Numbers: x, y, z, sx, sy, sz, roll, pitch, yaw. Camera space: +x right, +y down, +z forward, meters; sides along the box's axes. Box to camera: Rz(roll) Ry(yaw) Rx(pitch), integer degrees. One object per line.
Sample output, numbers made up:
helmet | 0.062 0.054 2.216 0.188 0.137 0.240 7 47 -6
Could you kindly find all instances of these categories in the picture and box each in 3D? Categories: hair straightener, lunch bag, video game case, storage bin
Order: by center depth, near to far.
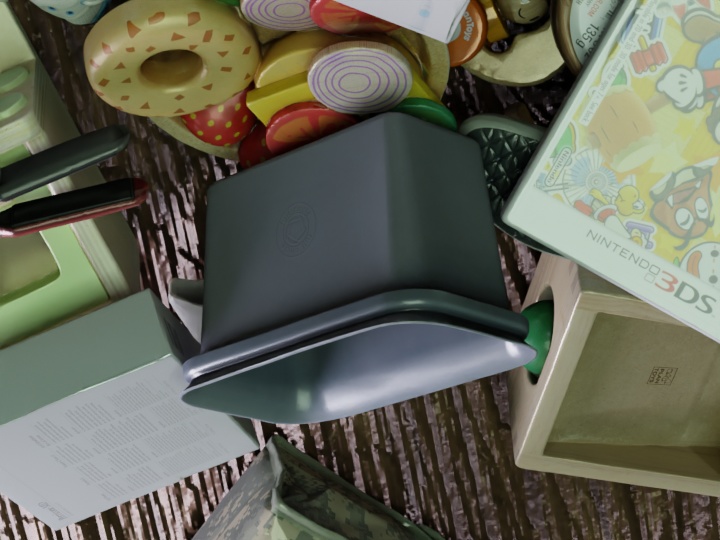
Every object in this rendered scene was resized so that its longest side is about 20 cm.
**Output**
hair straightener | -0.225 -0.052 1.286 0.199 0.041 0.077 -13 116 4
video game case | 0.206 -0.072 1.286 0.181 0.023 0.201 28 102 -5
storage bin | 0.000 0.000 1.314 0.199 0.135 0.145 -18 157 39
lunch bag | -0.023 0.236 1.508 0.199 0.118 0.164 34 105 -15

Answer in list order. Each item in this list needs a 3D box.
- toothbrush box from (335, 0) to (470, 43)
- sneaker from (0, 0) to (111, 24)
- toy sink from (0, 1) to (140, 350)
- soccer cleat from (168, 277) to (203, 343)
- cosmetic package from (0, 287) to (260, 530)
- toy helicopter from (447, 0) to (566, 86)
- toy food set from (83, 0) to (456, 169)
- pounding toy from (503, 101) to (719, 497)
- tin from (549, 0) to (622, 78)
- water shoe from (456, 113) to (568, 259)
toothbrush box | 0.019 -0.245 1.208 0.146 0.085 0.201 19 73 -3
sneaker | -0.149 -0.183 1.294 0.075 0.199 0.087 -41 126 -36
toy sink | -0.233 -0.050 1.363 0.130 0.112 0.201 -23 114 4
soccer cleat | -0.033 -0.017 1.427 0.200 0.069 0.085 -39 117 16
cosmetic package | -0.162 0.091 1.405 0.150 0.052 0.200 -24 156 3
toy helicopter | 0.104 -0.210 1.346 0.131 0.079 0.201 6 99 10
toy food set | -0.043 -0.115 1.306 0.197 0.049 0.200 -17 141 25
pounding toy | 0.170 0.020 1.441 0.199 0.143 0.185 9 131 -9
tin | 0.200 -0.122 1.305 0.199 0.042 0.112 34 106 -6
water shoe | 0.148 -0.045 1.353 0.199 0.079 0.072 24 121 -3
